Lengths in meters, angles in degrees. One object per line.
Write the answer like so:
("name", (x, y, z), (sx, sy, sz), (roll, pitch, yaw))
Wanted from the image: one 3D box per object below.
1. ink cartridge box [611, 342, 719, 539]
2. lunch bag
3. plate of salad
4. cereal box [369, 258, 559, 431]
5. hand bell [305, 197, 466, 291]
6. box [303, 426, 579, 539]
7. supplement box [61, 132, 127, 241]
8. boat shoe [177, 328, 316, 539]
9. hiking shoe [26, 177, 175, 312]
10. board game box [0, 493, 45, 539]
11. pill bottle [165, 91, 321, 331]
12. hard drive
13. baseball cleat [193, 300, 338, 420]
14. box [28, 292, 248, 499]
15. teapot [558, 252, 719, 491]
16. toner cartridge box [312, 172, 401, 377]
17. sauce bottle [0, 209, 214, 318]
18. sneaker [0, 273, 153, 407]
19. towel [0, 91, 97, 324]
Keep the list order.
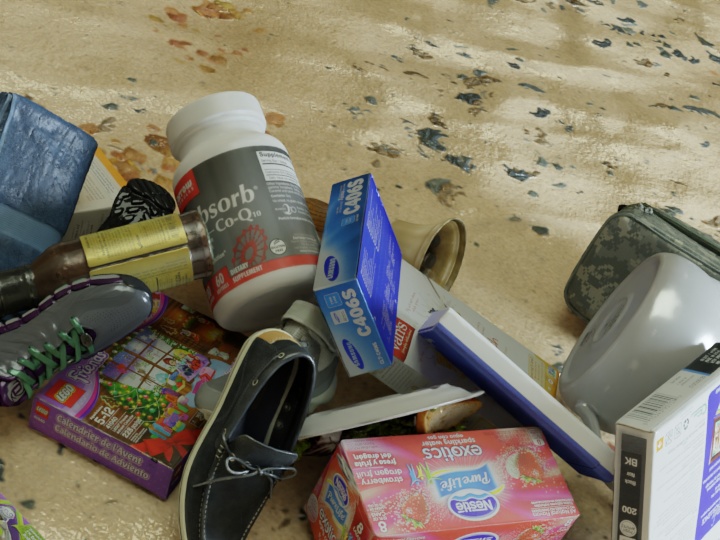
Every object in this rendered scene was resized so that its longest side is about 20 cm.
("ink cartridge box", (0.282, 0.189, 1.295), (0.043, 0.202, 0.198), (13, 25, 35))
("lunch bag", (0.336, 0.018, 1.599), (0.199, 0.140, 0.168), (34, 18, 16))
("plate of salad", (0.012, 0.135, 1.259), (0.199, 0.199, 0.048), (-11, 86, -37))
("cereal box", (0.096, 0.091, 1.406), (0.199, 0.040, 0.144), (35, 34, -10))
("hand bell", (0.003, -0.041, 1.564), (0.199, 0.105, 0.104), (24, 33, 26))
("box", (0.066, 0.200, 1.224), (0.199, 0.100, 0.096), (0, 48, -28))
("supplement box", (-0.330, -0.061, 1.415), (0.199, 0.074, 0.126), (-11, 45, -37))
("boat shoe", (-0.088, 0.145, 1.163), (0.074, 0.201, 0.062), (25, -7, -37))
("hiking shoe", (-0.238, 0.012, 1.357), (0.075, 0.101, 0.200), (33, 57, 6))
("board game box", (-0.339, 0.182, 1.119), (0.200, 0.032, 0.120), (39, 42, 25))
("pill bottle", (-0.108, -0.055, 1.362), (0.115, 0.116, 0.201), (-7, 66, -34))
("hard drive", (0.139, 0.110, 1.304), (0.200, 0.025, 0.132), (41, -6, 0))
("baseball cleat", (-0.077, 0.078, 1.274), (0.069, 0.107, 0.200), (16, 8, 22))
("box", (-0.181, 0.102, 1.297), (0.136, 0.039, 0.200), (25, 35, 9))
("teapot", (0.295, 0.094, 1.421), (0.146, 0.200, 0.198), (38, 20, -2))
("toner cartridge box", (0.000, 0.000, 1.344), (0.043, 0.096, 0.200), (-16, 27, 13))
("sauce bottle", (-0.228, -0.002, 1.266), (0.198, 0.065, 0.065), (-13, 43, -13))
("sneaker", (-0.260, 0.074, 1.214), (0.199, 0.075, 0.088), (-23, 40, 5))
("towel", (-0.311, -0.052, 1.311), (0.111, 0.201, 0.048), (29, -18, -36))
